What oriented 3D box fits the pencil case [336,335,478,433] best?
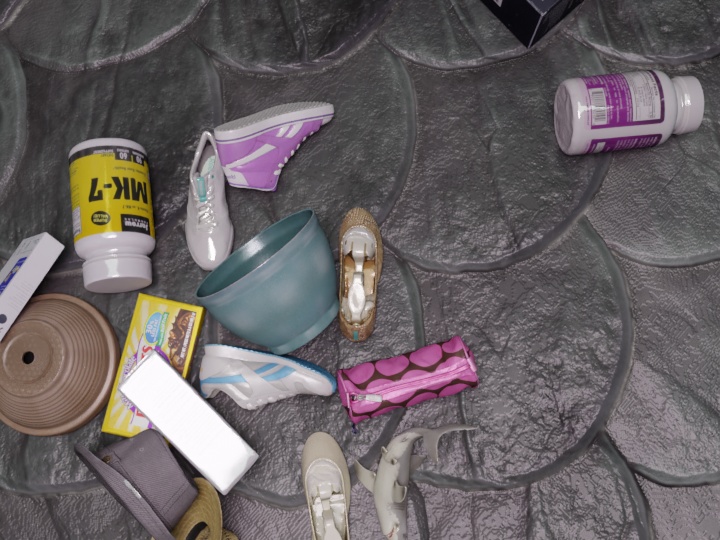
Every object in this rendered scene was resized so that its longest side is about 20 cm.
[{"bbox_3d":[0.068,0.153,1.038,0.196,0.094,0.092,-18,78,-4],"label":"pencil case"}]

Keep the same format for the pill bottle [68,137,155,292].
[{"bbox_3d":[-0.357,-0.077,1.081,0.112,0.114,0.204,-9,78,-2],"label":"pill bottle"}]

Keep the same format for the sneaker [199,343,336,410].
[{"bbox_3d":[-0.130,0.157,1.053,0.196,0.077,0.083,9,85,9],"label":"sneaker"}]

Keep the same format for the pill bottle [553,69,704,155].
[{"bbox_3d":[0.399,-0.238,1.114,0.196,0.112,0.115,-6,77,-1],"label":"pill bottle"}]

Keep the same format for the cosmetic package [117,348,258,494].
[{"bbox_3d":[-0.230,0.203,1.007,0.200,0.102,0.074,44,75,-3],"label":"cosmetic package"}]

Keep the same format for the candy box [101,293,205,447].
[{"bbox_3d":[-0.297,0.142,1.076,0.100,0.026,0.204,11,78,4],"label":"candy box"}]

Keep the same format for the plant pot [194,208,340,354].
[{"bbox_3d":[-0.110,0.028,1.031,0.199,0.200,0.135,-37,106,-7],"label":"plant pot"}]

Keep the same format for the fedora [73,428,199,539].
[{"bbox_3d":[-0.280,0.269,0.975,0.090,0.198,0.179,-42,116,-25],"label":"fedora"}]

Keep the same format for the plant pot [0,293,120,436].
[{"bbox_3d":[-0.448,0.127,1.047,0.196,0.093,0.205,0,77,1],"label":"plant pot"}]

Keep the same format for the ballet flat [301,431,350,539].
[{"bbox_3d":[-0.043,0.322,1.015,0.068,0.070,0.204,-9,77,-2],"label":"ballet flat"}]

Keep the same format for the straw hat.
[{"bbox_3d":[-0.206,0.387,0.987,0.084,0.199,0.205,27,76,-33],"label":"straw hat"}]

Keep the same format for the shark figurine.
[{"bbox_3d":[0.070,0.258,1.013,0.088,0.217,0.128,-5,39,-38],"label":"shark figurine"}]

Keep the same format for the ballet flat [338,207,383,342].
[{"bbox_3d":[0.000,0.000,1.086,0.069,0.065,0.204,-2,77,0],"label":"ballet flat"}]

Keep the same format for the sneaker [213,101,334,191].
[{"bbox_3d":[-0.123,-0.186,1.136,0.198,0.072,0.116,-23,117,-24],"label":"sneaker"}]

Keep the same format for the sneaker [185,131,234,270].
[{"bbox_3d":[-0.228,-0.105,1.099,0.074,0.089,0.204,-3,78,-2],"label":"sneaker"}]

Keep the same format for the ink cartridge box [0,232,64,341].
[{"bbox_3d":[-0.498,0.041,1.040,0.039,0.098,0.202,44,59,-31],"label":"ink cartridge box"}]

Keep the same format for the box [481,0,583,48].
[{"bbox_3d":[0.272,-0.496,1.176,0.181,0.104,0.201,-40,80,-7],"label":"box"}]
